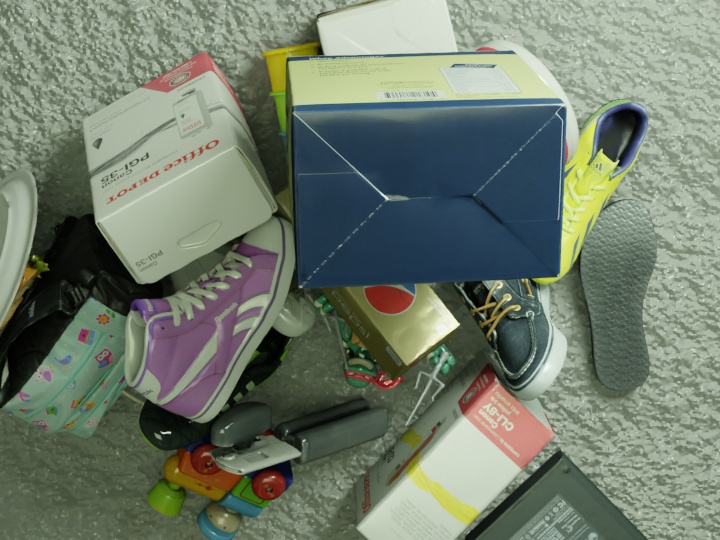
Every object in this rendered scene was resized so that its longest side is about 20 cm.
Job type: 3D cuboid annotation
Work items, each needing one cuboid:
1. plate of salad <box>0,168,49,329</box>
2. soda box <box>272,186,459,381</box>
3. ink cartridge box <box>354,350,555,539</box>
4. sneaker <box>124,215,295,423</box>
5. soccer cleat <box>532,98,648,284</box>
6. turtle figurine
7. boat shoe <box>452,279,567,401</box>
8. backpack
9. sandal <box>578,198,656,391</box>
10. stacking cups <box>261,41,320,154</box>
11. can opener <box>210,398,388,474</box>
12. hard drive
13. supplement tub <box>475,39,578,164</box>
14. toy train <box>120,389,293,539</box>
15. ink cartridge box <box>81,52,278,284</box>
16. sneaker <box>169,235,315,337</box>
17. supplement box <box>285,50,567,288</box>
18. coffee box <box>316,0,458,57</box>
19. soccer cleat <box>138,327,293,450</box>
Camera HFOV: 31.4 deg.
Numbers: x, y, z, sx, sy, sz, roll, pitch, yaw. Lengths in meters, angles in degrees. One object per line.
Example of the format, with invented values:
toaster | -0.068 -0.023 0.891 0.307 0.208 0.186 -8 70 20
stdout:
plate of salad | -0.346 0.000 1.221 0.048 0.200 0.201 21 99 -33
soda box | 0.000 0.000 1.194 0.068 0.064 0.200 -35 82 -19
ink cartridge box | 0.088 0.189 1.267 0.083 0.145 0.200 42 96 -6
sneaker | -0.138 0.027 1.135 0.114 0.073 0.201 31 79 -35
soccer cleat | 0.215 -0.080 1.238 0.065 0.084 0.201 31 81 -6
turtle figurine | 0.018 0.044 1.268 0.149 0.101 0.201 17 81 -21
boat shoe | 0.134 0.043 1.216 0.091 0.200 0.071 36 112 -16
backpack | -0.276 0.064 1.239 0.126 0.167 0.200 30 104 -22
sandal | 0.258 0.023 1.302 0.076 0.043 0.201 1 108 6
stacking cups | -0.047 -0.121 1.263 0.060 0.061 0.201 -12 101 1
can opener | -0.058 0.151 1.249 0.199 0.053 0.067 -13 115 -39
hard drive | 0.228 0.306 1.343 0.140 0.033 0.200 -44 97 5
supplement tub | 0.091 -0.109 1.202 0.200 0.140 0.141 -37 98 -13
toy train | -0.178 0.195 1.279 0.200 0.085 0.116 27 112 -24
ink cartridge box | -0.171 -0.099 1.187 0.146 0.200 0.083 -28 126 3
sneaker | -0.130 0.013 1.264 0.200 0.078 0.100 39 113 22
supplement box | 0.042 -0.087 1.007 0.199 0.200 0.135 -2 111 -4
coffee box | 0.021 -0.209 1.178 0.113 0.200 0.080 -14 102 1
soccer cleat | -0.137 0.104 1.230 0.068 0.200 0.081 45 127 7
